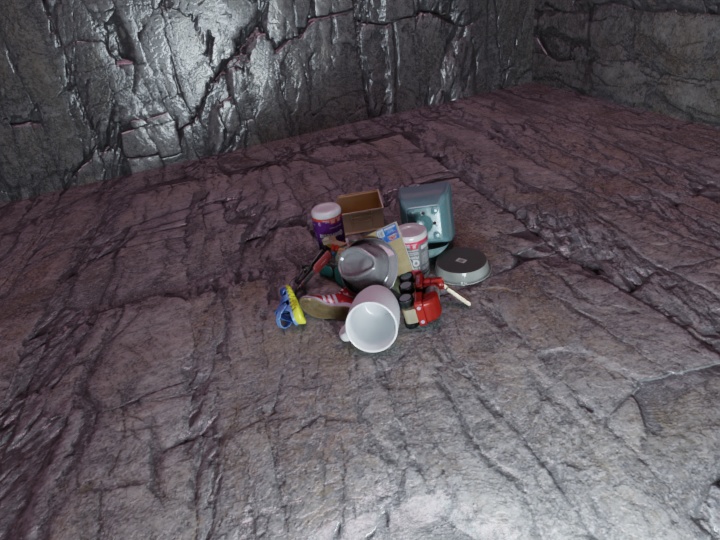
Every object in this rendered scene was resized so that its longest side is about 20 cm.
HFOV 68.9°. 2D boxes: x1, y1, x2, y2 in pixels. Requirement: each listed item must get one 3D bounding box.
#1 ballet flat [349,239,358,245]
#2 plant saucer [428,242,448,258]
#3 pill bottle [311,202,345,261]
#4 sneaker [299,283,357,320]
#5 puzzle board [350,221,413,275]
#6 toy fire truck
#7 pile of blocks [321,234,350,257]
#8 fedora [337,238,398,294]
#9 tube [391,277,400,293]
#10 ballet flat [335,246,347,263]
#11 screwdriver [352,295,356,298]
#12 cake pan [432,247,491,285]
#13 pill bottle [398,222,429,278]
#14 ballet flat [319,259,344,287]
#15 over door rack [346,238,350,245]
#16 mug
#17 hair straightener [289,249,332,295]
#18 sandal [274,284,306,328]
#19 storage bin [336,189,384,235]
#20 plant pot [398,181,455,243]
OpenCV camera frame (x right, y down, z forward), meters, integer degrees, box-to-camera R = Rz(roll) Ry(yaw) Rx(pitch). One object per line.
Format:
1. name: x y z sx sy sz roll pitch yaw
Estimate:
1. ballet flat: 0.058 -0.079 1.827 0.194 0.068 0.070 -12 63 6
2. plant saucer: 0.213 -0.067 1.831 0.195 0.040 0.201 -9 10 2
3. pill bottle: -0.112 -0.135 1.905 0.109 0.205 0.113 -7 29 4
4. sneaker: -0.087 0.092 1.642 0.194 0.073 0.113 9 37 15
5. puzzle board: 0.064 -0.045 1.626 0.197 0.155 0.017 -23 -4 39
6. toy fire truck: 0.220 0.084 1.545 0.194 0.131 0.178 -13 28 14
7. pile of blocks: -0.061 -0.056 1.794 0.196 0.084 0.062 25 23 23
8. fedora: 0.008 -0.016 1.573 0.195 0.182 0.090 10 -5 30
9. tube: 0.089 -0.004 1.709 0.056 0.053 0.203 -6 46 -16
10. ballet flat: 0.000 0.000 1.721 0.197 0.071 0.071 33 26 -15
11. screwdriver: 0.039 0.061 1.665 0.197 0.029 0.029 -18 7 -41
12. cake pan: 0.337 -0.019 1.750 0.194 0.038 0.202 -7 30 4
13. pill bottle: 0.164 -0.036 1.659 0.107 0.205 0.112 -7 28 4
14. ballet flat: -0.070 0.004 1.796 0.073 0.076 0.198 -28 37 -30
15. over door rack: 0.023 -0.090 1.929 0.143 0.068 0.201 -12 30 -6
16. mug: 0.021 0.134 1.489 0.198 0.149 0.176 -33 13 19
17. hair straightener: -0.179 0.008 1.790 0.076 0.041 0.202 14 63 48
18. sandal: -0.234 0.115 1.644 0.085 0.081 0.201 -27 28 -4
19. storage bin: -0.005 -0.242 2.169 0.192 0.096 0.202 -9 30 -1
20. plant pot: 0.225 -0.183 1.823 0.190 0.202 0.200 -5 16 12
